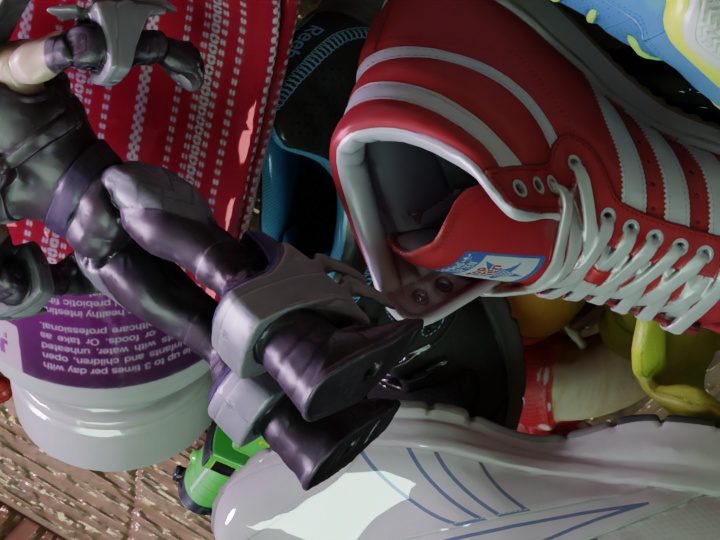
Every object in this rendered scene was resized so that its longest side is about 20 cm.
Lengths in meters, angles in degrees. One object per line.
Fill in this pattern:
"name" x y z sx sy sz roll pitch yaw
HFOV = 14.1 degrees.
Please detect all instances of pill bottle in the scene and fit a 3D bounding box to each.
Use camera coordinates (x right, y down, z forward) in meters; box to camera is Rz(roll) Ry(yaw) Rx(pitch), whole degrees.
"pill bottle" -0.096 -0.021 1.075 0.112 0.113 0.200 9 136 10

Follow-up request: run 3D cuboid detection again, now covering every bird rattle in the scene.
"bird rattle" 0.070 0.012 1.093 0.163 0.113 0.200 50 143 -14

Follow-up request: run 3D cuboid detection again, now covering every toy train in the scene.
"toy train" -0.037 0.075 1.158 0.056 0.042 0.200 22 160 -6

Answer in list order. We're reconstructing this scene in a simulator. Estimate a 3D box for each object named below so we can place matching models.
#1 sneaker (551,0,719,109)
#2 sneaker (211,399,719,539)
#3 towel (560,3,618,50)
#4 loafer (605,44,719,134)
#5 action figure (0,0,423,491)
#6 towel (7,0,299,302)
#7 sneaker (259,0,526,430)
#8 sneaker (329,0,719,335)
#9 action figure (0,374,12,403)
"sneaker" 0.074 -0.113 0.911 0.105 0.076 0.200 -12 122 46
"sneaker" 0.045 0.096 1.000 0.199 0.087 0.075 0 151 9
"towel" 0.045 -0.147 0.956 0.148 0.037 0.200 23 138 -4
"loafer" 0.157 -0.053 0.985 0.199 0.071 0.073 0 127 13
"action figure" -0.075 -0.016 0.914 0.200 0.069 0.130 39 137 14
"towel" -0.123 -0.073 0.951 0.199 0.023 0.145 21 123 10
"sneaker" 0.000 0.000 1.016 0.073 0.082 0.201 12 130 40
"sneaker" 0.077 -0.008 0.921 0.200 0.113 0.071 34 132 -6
"action figure" -0.173 -0.004 1.105 0.051 0.066 0.200 3 158 5
